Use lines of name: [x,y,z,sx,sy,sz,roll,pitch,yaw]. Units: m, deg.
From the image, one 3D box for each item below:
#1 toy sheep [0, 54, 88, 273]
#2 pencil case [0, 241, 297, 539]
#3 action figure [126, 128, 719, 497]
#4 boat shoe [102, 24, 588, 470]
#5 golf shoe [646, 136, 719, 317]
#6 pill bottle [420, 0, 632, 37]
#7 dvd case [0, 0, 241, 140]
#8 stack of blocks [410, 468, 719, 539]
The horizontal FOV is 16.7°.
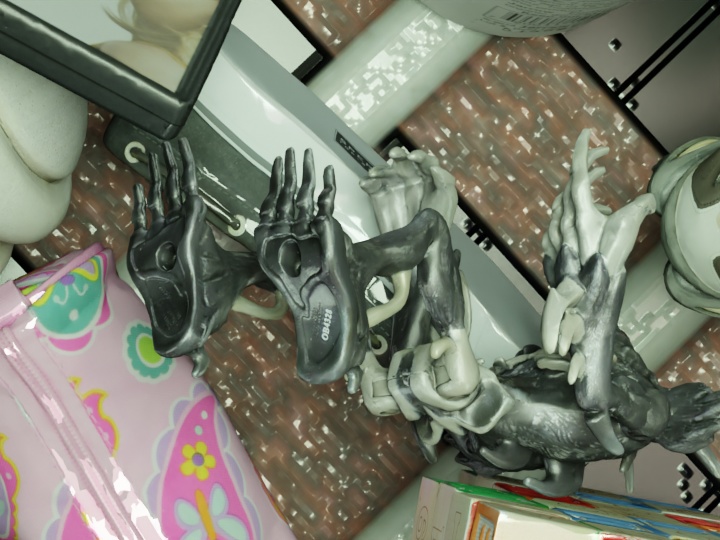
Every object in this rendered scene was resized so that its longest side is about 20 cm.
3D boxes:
toy sheep: [-0.154,-0.046,0.756,0.200,0.138,0.138,-18,91,12]
pencil case: [-0.065,0.091,0.791,0.087,0.087,0.200,-31,92,-8]
action figure: [0.035,0.008,0.717,0.200,0.119,0.102,20,72,-43]
boat shoe: [0.000,0.000,0.819,0.200,0.069,0.057,44,104,-5]
golf shoe: [0.191,-0.036,0.759,0.200,0.094,0.078,-23,91,-10]
pill bottle: [0.069,-0.139,0.759,0.114,0.200,0.115,0,89,-9]
dvd case: [-0.094,-0.126,0.753,0.142,0.200,0.018,28,124,-7]
stack of blocks: [0.071,0.102,0.753,0.115,0.200,0.059,11,89,-8]
